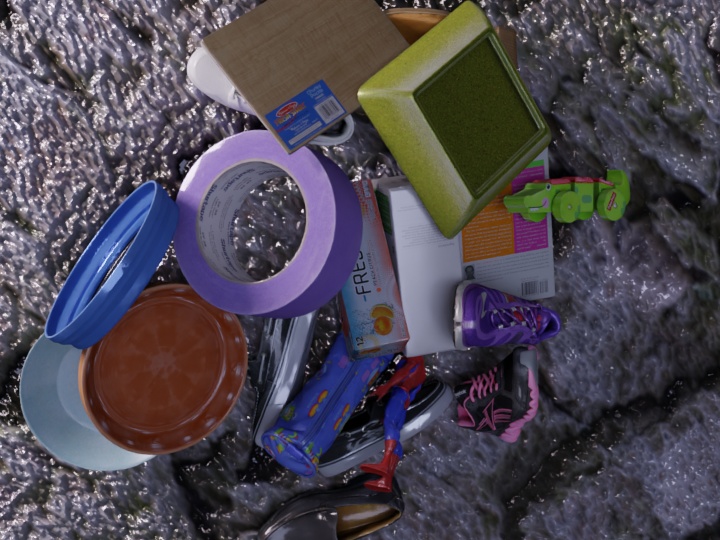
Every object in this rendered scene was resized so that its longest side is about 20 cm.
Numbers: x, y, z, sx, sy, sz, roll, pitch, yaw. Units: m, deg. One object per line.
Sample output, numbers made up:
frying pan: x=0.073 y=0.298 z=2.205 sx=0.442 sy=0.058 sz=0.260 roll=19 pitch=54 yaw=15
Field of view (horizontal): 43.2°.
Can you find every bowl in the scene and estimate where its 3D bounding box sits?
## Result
bowl: x=-0.265 y=-0.004 z=0.978 sx=0.039 sy=0.201 sz=0.201 roll=37 pitch=93 yaw=-24

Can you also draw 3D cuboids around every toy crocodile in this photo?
toy crocodile: x=0.258 y=-0.091 z=1.109 sx=0.198 sy=0.067 sz=0.062 roll=-5 pitch=96 yaw=-31

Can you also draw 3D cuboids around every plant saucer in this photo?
plant saucer: x=0.123 y=-0.172 z=1.012 sx=0.200 sy=0.048 sz=0.201 roll=-43 pitch=109 yaw=-24
plant saucer: x=-0.225 y=0.111 z=1.042 sx=0.199 sy=0.032 sz=0.202 roll=-9 pitch=107 yaw=-32
plant saucer: x=-0.299 y=0.138 z=1.084 sx=0.199 sy=0.039 sz=0.203 roll=-2 pitch=102 yaw=-10

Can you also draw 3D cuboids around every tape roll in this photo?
tape roll: x=-0.103 y=-0.048 z=1.010 sx=0.198 sy=0.085 sz=0.202 roll=-2 pitch=83 yaw=20

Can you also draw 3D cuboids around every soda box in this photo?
soda box: x=0.000 y=0.000 z=1.057 sx=0.068 sy=0.064 sz=0.202 roll=-10 pitch=73 yaw=-9

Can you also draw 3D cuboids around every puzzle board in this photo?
puzzle board: x=-0.049 y=-0.233 z=0.979 sx=0.200 sy=0.017 sz=0.151 roll=-38 pitch=89 yaw=-23

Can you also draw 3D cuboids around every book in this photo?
book: x=0.176 y=-0.057 z=1.138 sx=0.132 sy=0.048 sz=0.202 roll=-8 pitch=104 yaw=-13

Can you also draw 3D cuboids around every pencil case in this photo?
pencil case: x=-0.035 y=0.145 z=1.080 sx=0.078 sy=0.087 sz=0.201 roll=36 pitch=66 yaw=1

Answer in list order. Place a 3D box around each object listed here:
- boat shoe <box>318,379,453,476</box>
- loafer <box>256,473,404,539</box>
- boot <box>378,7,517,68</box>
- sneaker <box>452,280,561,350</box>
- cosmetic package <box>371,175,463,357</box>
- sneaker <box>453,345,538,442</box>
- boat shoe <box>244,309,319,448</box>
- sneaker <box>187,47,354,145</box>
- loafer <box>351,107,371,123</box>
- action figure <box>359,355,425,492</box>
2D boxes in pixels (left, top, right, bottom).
boat shoe: x=0.023 y=0.188 z=1.146 sx=0.199 sy=0.069 sz=0.057 roll=-30 pitch=105 yaw=-2
loafer: x=-0.038 y=0.320 z=1.157 sx=0.199 sy=0.072 sz=0.073 roll=-25 pitch=106 yaw=-5
boot: x=0.099 y=-0.222 z=1.067 sx=0.199 sy=0.071 sz=0.146 roll=5 pitch=90 yaw=-21
sneaker: x=0.173 y=0.053 z=1.061 sx=0.199 sy=0.083 sz=0.082 roll=2 pitch=89 yaw=-52
cosmetic package: x=0.071 y=-0.010 z=1.093 sx=0.084 sy=0.108 sz=0.202 roll=-8 pitch=102 yaw=-11
sneaker: x=0.165 y=0.153 z=1.123 sx=0.094 sy=0.201 sz=0.080 roll=10 pitch=56 yaw=1
boat shoe: x=-0.106 y=0.116 z=1.111 sx=0.070 sy=0.072 sz=0.202 roll=19 pitch=99 yaw=8
sneaker: x=-0.097 y=-0.198 z=1.016 sx=0.198 sy=0.116 sz=0.074 roll=20 pitch=99 yaw=-13
loafer: x=-0.021 y=-0.260 z=1.041 sx=0.075 sy=0.070 sz=0.201 roll=-37 pitch=106 yaw=-2
action figure: x=0.042 y=0.161 z=1.087 sx=0.051 sy=0.201 sz=0.066 roll=7 pitch=140 yaw=21
